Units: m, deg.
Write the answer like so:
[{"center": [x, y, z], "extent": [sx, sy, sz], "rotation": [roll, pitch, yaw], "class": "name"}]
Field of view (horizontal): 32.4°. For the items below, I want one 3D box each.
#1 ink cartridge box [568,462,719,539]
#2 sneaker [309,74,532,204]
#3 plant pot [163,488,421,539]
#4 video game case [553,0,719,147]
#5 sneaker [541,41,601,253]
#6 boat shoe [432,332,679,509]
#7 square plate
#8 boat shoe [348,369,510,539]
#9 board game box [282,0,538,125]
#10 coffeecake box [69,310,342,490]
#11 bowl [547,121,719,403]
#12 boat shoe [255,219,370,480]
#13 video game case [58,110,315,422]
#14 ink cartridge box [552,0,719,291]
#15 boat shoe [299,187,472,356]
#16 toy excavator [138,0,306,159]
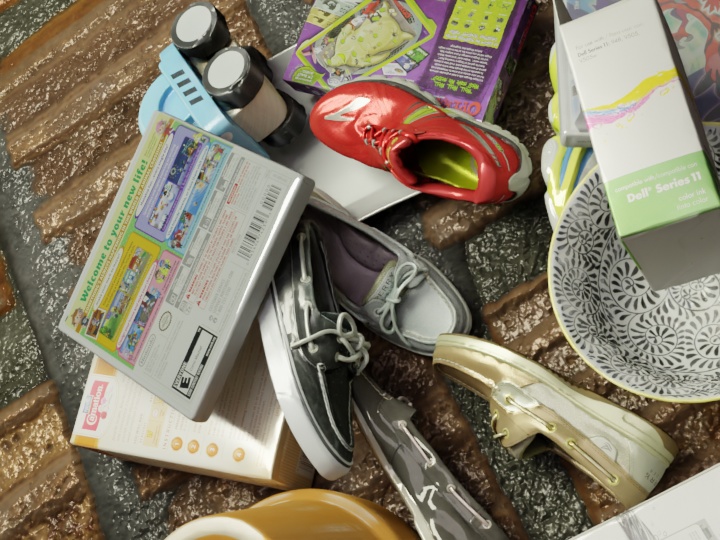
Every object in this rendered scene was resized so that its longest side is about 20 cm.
[{"center": [0.217, 0.193, 0.799], "extent": [0.200, 0.146, 0.083], "rotation": [-31, 62, 14], "class": "ink cartridge box"}, {"center": [0.037, -0.103, 0.981], "extent": [0.200, 0.085, 0.077], "rotation": [20, 113, 27], "class": "sneaker"}, {"center": [-0.062, 0.249, 0.892], "extent": [0.200, 0.183, 0.201], "rotation": [-9, 69, 23], "class": "plant pot"}, {"center": [0.239, -0.183, 0.942], "extent": [0.182, 0.023, 0.200], "rotation": [0, 64, 3], "class": "video game case"}, {"center": [0.197, -0.101, 0.953], "extent": [0.105, 0.076, 0.200], "rotation": [-7, 69, 23], "class": "sneaker"}, {"center": [0.130, 0.108, 0.913], "extent": [0.200, 0.074, 0.066], "rotation": [25, 79, 30], "class": "boat shoe"}, {"center": [-0.011, -0.126, 1.089], "extent": [0.200, 0.028, 0.198], "rotation": [-26, 64, 16], "class": "square plate"}, {"center": [0.046, 0.147, 0.949], "extent": [0.057, 0.067, 0.200], "rotation": [-29, 62, -4], "class": "boat shoe"}, {"center": [0.040, -0.193, 1.056], "extent": [0.200, 0.032, 0.120], "rotation": [18, 78, 29], "class": "board game box"}, {"center": [-0.126, 0.092, 1.041], "extent": [0.200, 0.073, 0.154], "rotation": [5, 74, 27], "class": "coffeecake box"}, {"center": [0.242, 0.005, 0.883], "extent": [0.200, 0.094, 0.201], "rotation": [-9, 68, 23], "class": "bowl"}, {"center": [-0.029, 0.055, 0.936], "extent": [0.068, 0.074, 0.200], "rotation": [-23, 62, 14], "class": "boat shoe"}, {"center": [-0.141, -0.009, 0.970], "extent": [0.182, 0.022, 0.200], "rotation": [26, 93, 38], "class": "video game case"}, {"center": [0.189, -0.101, 0.823], "extent": [0.067, 0.117, 0.200], "rotation": [-19, 66, 18], "class": "ink cartridge box"}, {"center": [0.000, -0.002, 1.003], "extent": [0.202, 0.065, 0.074], "rotation": [41, 100, 15], "class": "boat shoe"}, {"center": [-0.145, -0.097, 1.064], "extent": [0.200, 0.100, 0.195], "rotation": [-40, 56, 8], "class": "toy excavator"}]
